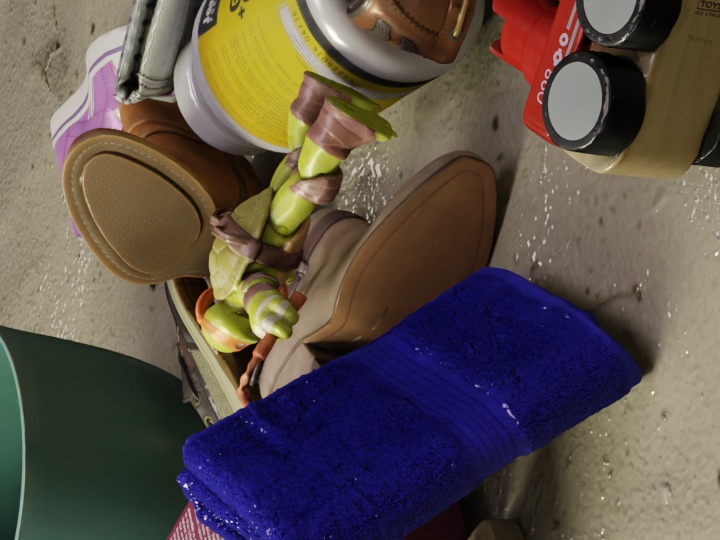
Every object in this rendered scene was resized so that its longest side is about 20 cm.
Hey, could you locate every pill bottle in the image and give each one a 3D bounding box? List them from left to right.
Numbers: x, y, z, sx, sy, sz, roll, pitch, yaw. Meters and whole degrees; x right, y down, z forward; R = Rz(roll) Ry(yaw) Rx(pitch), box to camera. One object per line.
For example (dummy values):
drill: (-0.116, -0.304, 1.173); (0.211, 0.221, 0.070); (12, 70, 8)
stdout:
pill bottle: (-0.025, -0.130, 1.482); (0.200, 0.112, 0.112); (-28, 60, 56)

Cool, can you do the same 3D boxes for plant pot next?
plant pot: (-0.168, 0.137, 1.637); (0.201, 0.161, 0.201); (-20, 67, 60)

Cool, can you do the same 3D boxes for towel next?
towel: (-0.084, -0.204, 1.598); (0.193, 0.035, 0.200); (-37, -37, -72)
towel: (0.018, 0.069, 1.288); (0.148, 0.200, 0.050); (24, 142, 61)

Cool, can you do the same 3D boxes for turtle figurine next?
turtle figurine: (-0.045, -0.021, 1.388); (0.161, 0.064, 0.200); (-62, 5, 11)

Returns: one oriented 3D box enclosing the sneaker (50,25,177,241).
sneaker: (-0.146, -0.080, 1.748); (0.200, 0.073, 0.114); (130, 135, -61)

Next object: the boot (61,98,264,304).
boot: (-0.117, -0.056, 1.557); (0.074, 0.200, 0.155); (-36, 45, 12)

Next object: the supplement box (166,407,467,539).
supplement box: (-0.037, 0.162, 1.431); (0.200, 0.110, 0.086); (121, 143, -45)

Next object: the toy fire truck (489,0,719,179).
toy fire truck: (0.117, -0.154, 1.242); (0.200, 0.129, 0.176); (37, 117, 47)

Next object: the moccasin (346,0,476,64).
moccasin: (0.064, -0.203, 1.371); (0.201, 0.078, 0.074); (-69, 14, -15)

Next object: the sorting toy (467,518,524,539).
sorting toy: (0.034, 0.259, 1.335); (0.199, 0.070, 0.200); (-59, 37, 38)

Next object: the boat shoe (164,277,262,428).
boat shoe: (-0.078, 0.061, 1.581); (0.065, 0.073, 0.200); (-61, 35, 27)

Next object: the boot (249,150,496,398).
boot: (0.000, 0.000, 1.464); (0.200, 0.070, 0.146); (-59, 22, 15)
